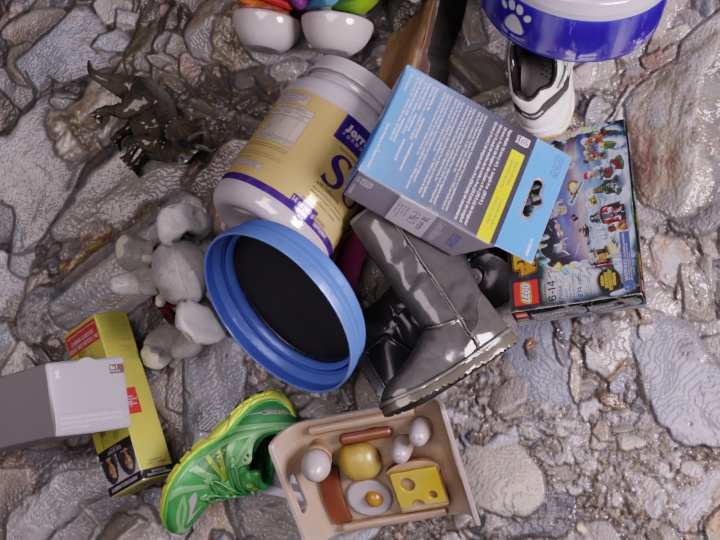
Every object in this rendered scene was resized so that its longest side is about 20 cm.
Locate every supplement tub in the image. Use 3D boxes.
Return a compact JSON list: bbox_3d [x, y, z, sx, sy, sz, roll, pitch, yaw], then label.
[{"bbox_3d":[-0.051,-0.115,1.436,0.144,0.146,0.201,27,73,21],"label":"supplement tub"}]

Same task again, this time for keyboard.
[{"bbox_3d":[-0.104,0.225,1.503,0.197,0.011,0.057,8,81,20],"label":"keyboard"}]

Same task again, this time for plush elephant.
[{"bbox_3d":[-0.207,0.011,1.488,0.197,0.155,0.167,-14,78,18],"label":"plush elephant"}]

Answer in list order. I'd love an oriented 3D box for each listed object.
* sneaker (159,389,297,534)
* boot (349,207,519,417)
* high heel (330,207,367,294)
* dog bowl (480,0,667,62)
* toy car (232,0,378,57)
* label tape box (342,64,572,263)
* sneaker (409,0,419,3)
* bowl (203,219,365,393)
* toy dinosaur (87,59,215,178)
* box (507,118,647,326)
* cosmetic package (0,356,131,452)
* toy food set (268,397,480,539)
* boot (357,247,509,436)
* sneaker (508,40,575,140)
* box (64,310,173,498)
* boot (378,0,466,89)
[{"bbox_3d":[-0.145,0.222,1.472,0.200,0.074,0.084,-47,64,4],"label":"sneaker"},{"bbox_3d":[0.049,0.027,1.357,0.180,0.073,0.202,-29,84,-25],"label":"boot"},{"bbox_3d":[0.000,0.000,1.483,0.096,0.067,0.200,43,92,-14],"label":"high heel"},{"bbox_3d":[0.221,-0.309,1.364,0.197,0.079,0.202,2,51,-2],"label":"dog bowl"},{"bbox_3d":[-0.070,-0.341,1.490,0.197,0.150,0.178,6,84,20],"label":"toy car"},{"bbox_3d":[0.100,-0.097,1.361,0.198,0.063,0.145,29,61,-5],"label":"label tape box"},{"bbox_3d":[0.066,-0.391,1.448,0.106,0.074,0.202,-31,49,31],"label":"sneaker"},{"bbox_3d":[-0.077,0.035,1.380,0.199,0.202,0.039,32,53,21],"label":"bowl"},{"bbox_3d":[-0.255,-0.179,1.588,0.102,0.077,0.201,-36,67,-1],"label":"toy dinosaur"},{"bbox_3d":[0.219,-0.051,1.378,0.135,0.040,0.203,-10,63,19],"label":"box"},{"bbox_3d":[-0.360,0.155,1.511,0.198,0.106,0.092,-13,83,46],"label":"cosmetic package"},{"bbox_3d":[0.016,0.222,1.395,0.197,0.061,0.145,-12,112,18],"label":"toy food set"},{"bbox_3d":[0.095,0.068,1.428,0.199,0.066,0.166,-36,85,1],"label":"boot"},{"bbox_3d":[0.195,-0.243,1.402,0.075,0.088,0.203,-7,65,21],"label":"sneaker"},{"bbox_3d":[-0.281,0.154,1.542,0.075,0.050,0.203,-30,72,40],"label":"box"},{"bbox_3d":[0.069,-0.274,1.478,0.075,0.073,0.203,16,90,31],"label":"boot"}]
